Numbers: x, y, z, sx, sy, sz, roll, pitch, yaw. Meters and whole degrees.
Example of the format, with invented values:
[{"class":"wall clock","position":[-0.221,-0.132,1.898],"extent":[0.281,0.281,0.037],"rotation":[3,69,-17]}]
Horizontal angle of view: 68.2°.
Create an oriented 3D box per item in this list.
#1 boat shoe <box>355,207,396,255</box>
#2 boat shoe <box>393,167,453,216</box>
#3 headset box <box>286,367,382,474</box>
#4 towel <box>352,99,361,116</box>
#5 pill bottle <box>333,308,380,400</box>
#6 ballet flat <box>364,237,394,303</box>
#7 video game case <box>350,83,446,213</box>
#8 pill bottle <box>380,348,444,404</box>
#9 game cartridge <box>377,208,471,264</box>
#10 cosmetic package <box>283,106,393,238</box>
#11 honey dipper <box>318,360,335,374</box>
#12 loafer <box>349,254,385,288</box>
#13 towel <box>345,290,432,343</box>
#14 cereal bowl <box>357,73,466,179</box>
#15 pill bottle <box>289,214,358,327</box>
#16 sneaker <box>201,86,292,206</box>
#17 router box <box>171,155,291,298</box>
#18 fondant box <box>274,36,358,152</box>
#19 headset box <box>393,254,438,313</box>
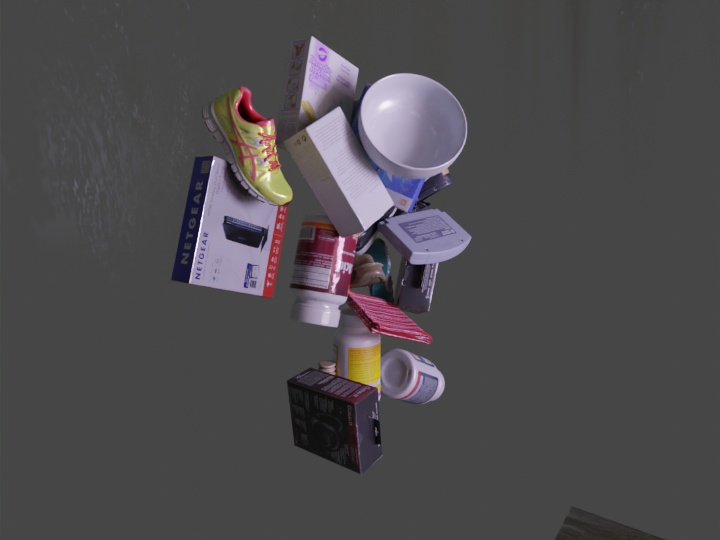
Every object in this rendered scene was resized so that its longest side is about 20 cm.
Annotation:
[{"class":"boat shoe","position":[0.022,-0.125,1.164],"extent":[0.201,0.075,0.060],"rotation":[-63,142,-24]},{"class":"boat shoe","position":[0.129,-0.164,1.222],"extent":[0.062,0.200,0.075],"rotation":[51,23,1]},{"class":"headset box","position":[-0.044,0.291,1.039],"extent":[0.077,0.199,0.150],"rotation":[-23,113,-49]},{"class":"towel","position":[0.017,-0.278,1.166],"extent":[0.148,0.036,0.201],"rotation":[-40,127,-42]},{"class":"pill bottle","position":[-0.008,0.187,1.151],"extent":[0.104,0.104,0.202],"rotation":[-13,106,-52]},{"class":"ballet flat","position":[0.041,0.015,1.236],"extent":[0.072,0.071,0.201],"rotation":[-30,121,-47]},{"class":"video game case","position":[0.056,-0.242,1.058],"extent":[0.201,0.180,0.045],"rotation":[-67,169,10]},{"class":"pill bottle","position":[0.131,0.274,1.342],"extent":[0.200,0.119,0.120],"rotation":[30,72,-51]},{"class":"game cartridge","position":[0.147,-0.075,1.166],"extent":[0.199,0.133,0.041],"rotation":[-15,138,-39]},{"class":"cosmetic package","position":[-0.035,-0.171,0.943],"extent":[0.101,0.071,0.201],"rotation":[-44,110,-38]},{"class":"honey dipper","position":[-0.071,0.293,1.140],"extent":[0.038,0.038,0.202],"rotation":[-16,110,-51]},{"class":"loafer","position":[0.000,0.000,1.099],"extent":[0.075,0.200,0.068],"rotation":[-9,87,-13]},{"class":"towel","position":[0.049,0.092,1.106],"extent":[0.144,0.200,0.023],"rotation":[15,103,-27]},{"class":"cereal bowl","position":[0.087,-0.249,0.963],"extent":[0.201,0.199,0.083],"rotation":[-64,-179,-24]},{"class":"pill bottle","position":[-0.073,0.002,1.023],"extent":[0.114,0.114,0.202],"rotation":[14,84,-53]},{"class":"sneaker","position":[-0.161,-0.194,0.830],"extent":[0.201,0.090,0.078],"rotation":[56,26,-10]},{"class":"router box","position":[-0.207,-0.064,0.884],"extent":[0.179,0.049,0.202],"rotation":[14,84,-54]},{"class":"fondant box","position":[-0.080,-0.313,1.010],"extent":[0.144,0.058,0.202],"rotation":[10,86,-53]},{"class":"headset box","position":[0.130,0.021,1.252],"extent":[0.200,0.074,0.150],"rotation":[100,2,-83]}]
